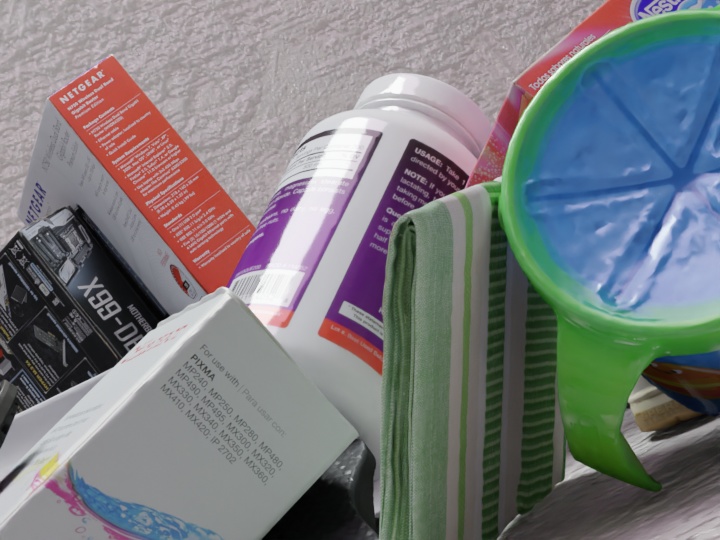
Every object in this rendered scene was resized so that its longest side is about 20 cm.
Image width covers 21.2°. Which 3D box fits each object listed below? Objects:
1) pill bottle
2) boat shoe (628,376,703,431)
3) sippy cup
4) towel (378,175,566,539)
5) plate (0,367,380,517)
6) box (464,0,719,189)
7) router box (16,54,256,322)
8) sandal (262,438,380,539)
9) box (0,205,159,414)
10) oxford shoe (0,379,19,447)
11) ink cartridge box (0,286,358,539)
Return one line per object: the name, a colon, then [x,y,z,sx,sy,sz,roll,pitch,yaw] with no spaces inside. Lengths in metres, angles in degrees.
pill bottle: [0.000,0.000,0.954,0.112,0.112,0.200,-25,32,50]
boat shoe: [0.176,0.012,0.913,0.074,0.069,0.200,-25,1,33]
sippy cup: [0.136,-0.010,0.739,0.177,0.140,0.130,-33,-34,5]
towel: [0.048,0.038,0.754,0.023,0.153,0.200,6,12,21]
plate: [-0.081,0.108,0.988,0.199,0.032,0.199,19,24,25]
box: [0.148,-0.079,0.936,0.200,0.095,0.103,-42,-16,-36]
router box: [-0.124,-0.011,1.148,0.049,0.180,0.200,-38,-5,-22]
sandal: [-0.017,0.123,0.799,0.075,0.048,0.200,-29,14,2]
box: [-0.167,0.087,1.153,0.158,0.200,0.050,-43,-6,38]
oxford shoe: [-0.223,0.106,0.786,0.200,0.084,0.073,-45,6,-18]
ink cartridge box: [-0.111,0.112,0.794,0.200,0.083,0.146,-45,7,-19]
